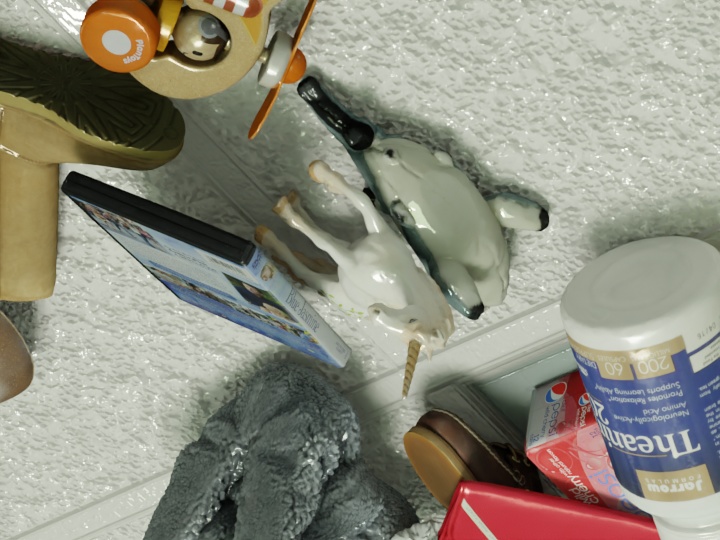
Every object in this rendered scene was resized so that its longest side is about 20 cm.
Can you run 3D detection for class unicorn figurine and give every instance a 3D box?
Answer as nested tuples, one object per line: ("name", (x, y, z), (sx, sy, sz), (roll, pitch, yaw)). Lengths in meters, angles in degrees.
("unicorn figurine", (0.000, 0.000, 1.292), (0.137, 0.200, 0.074), (43, 91, -1))

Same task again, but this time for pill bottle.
("pill bottle", (0.207, 0.088, 1.316), (0.110, 0.111, 0.201), (-9, 120, 24))

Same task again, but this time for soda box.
("soda box", (0.202, 0.155, 1.438), (0.070, 0.064, 0.200), (-26, 122, 35))

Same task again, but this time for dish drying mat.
("dish drying mat", (0.157, 0.191, 1.419), (0.198, 0.018, 0.077), (14, 133, -3))

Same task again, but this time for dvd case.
("dvd case", (-0.096, 0.001, 1.319), (0.142, 0.018, 0.200), (22, 168, 25))

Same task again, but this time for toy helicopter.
("toy helicopter", (-0.061, -0.160, 1.205), (0.199, 0.079, 0.132), (-28, 121, 31))

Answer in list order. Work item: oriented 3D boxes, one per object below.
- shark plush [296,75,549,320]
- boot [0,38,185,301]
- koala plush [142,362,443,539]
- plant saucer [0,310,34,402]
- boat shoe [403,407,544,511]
("shark plush", (0.025, -0.039, 1.305), (0.199, 0.091, 0.083), (34, 163, -23))
("boot", (-0.208, -0.054, 1.362), (0.174, 0.066, 0.201), (23, 136, 7))
("koala plush", (-0.023, 0.184, 1.479), (0.177, 0.185, 0.199), (-1, 153, 47))
("plant saucer", (-0.332, 0.043, 1.475), (0.199, 0.032, 0.201), (20, 150, 12))
("boat shoe", (0.098, 0.162, 1.476), (0.070, 0.070, 0.201), (23, 153, 47))
